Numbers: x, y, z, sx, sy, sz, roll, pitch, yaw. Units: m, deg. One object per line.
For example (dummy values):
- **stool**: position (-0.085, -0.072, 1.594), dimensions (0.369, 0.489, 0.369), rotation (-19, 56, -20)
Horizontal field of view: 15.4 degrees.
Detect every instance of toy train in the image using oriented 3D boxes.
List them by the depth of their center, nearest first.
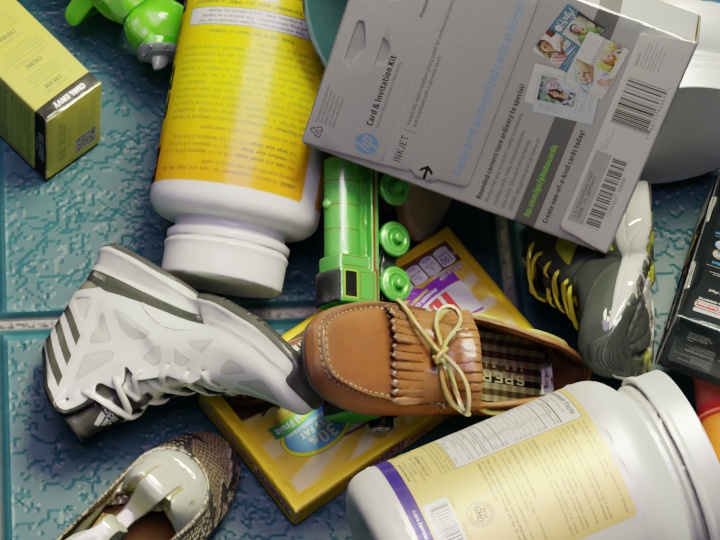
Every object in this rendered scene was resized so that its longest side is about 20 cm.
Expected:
- **toy train**: position (0.000, 0.000, 1.633), dimensions (0.056, 0.042, 0.201), rotation (8, 73, -33)

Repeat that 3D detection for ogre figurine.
- **ogre figurine**: position (-0.138, -0.210, 1.761), dimensions (0.120, 0.098, 0.200), rotation (-39, 104, -34)

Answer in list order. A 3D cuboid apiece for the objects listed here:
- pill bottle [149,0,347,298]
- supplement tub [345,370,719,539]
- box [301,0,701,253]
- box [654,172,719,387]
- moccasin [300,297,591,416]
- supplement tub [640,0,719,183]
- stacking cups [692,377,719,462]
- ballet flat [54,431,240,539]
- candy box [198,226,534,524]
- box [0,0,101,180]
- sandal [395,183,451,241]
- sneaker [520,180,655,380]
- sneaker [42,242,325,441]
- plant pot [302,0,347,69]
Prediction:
- **pill bottle**: position (-0.071, -0.088, 1.675), dimensions (0.109, 0.109, 0.201), rotation (10, 81, 0)
- **supplement tub**: position (0.105, 0.151, 1.550), dimensions (0.199, 0.146, 0.146), rotation (-21, 66, -9)
- **box**: position (0.082, -0.113, 1.580), dimensions (0.199, 0.156, 0.041), rotation (19, 32, -2)
- **box**: position (0.298, 0.029, 1.666), dimensions (0.199, 0.046, 0.159), rotation (19, 41, 5)
- **moccasin**: position (0.052, 0.056, 1.579), dimensions (0.201, 0.078, 0.074), rotation (16, 69, -35)
- **supplement tub**: position (0.187, -0.173, 1.736), dimensions (0.144, 0.145, 0.201), rotation (-4, 63, -7)
- **stacking cups**: position (0.230, 0.148, 1.627), dimensions (0.060, 0.061, 0.201), rotation (-2, 58, -6)
- **ballet flat**: position (-0.143, 0.159, 1.574), dimensions (0.068, 0.075, 0.200), rotation (40, 66, 16)
- **candy box**: position (0.008, 0.063, 1.665), dimensions (0.200, 0.026, 0.102), rotation (-34, 74, -20)
- **box**: position (-0.252, -0.154, 1.732), dimensions (0.050, 0.075, 0.200), rotation (-39, 70, -24)
- **sandal**: position (0.083, -0.114, 1.726), dimensions (0.069, 0.078, 0.212), rotation (-1, 53, 30)
- **sneaker**: position (0.141, 0.010, 1.656), dimensions (0.084, 0.075, 0.200), rotation (-2, 25, 9)
- **sneaker**: position (-0.114, 0.070, 1.612), dimensions (0.200, 0.076, 0.116), rotation (25, 75, 38)
- **plant pot**: position (0.073, -0.192, 1.637), dimensions (0.199, 0.201, 0.135), rotation (14, 33, 3)
